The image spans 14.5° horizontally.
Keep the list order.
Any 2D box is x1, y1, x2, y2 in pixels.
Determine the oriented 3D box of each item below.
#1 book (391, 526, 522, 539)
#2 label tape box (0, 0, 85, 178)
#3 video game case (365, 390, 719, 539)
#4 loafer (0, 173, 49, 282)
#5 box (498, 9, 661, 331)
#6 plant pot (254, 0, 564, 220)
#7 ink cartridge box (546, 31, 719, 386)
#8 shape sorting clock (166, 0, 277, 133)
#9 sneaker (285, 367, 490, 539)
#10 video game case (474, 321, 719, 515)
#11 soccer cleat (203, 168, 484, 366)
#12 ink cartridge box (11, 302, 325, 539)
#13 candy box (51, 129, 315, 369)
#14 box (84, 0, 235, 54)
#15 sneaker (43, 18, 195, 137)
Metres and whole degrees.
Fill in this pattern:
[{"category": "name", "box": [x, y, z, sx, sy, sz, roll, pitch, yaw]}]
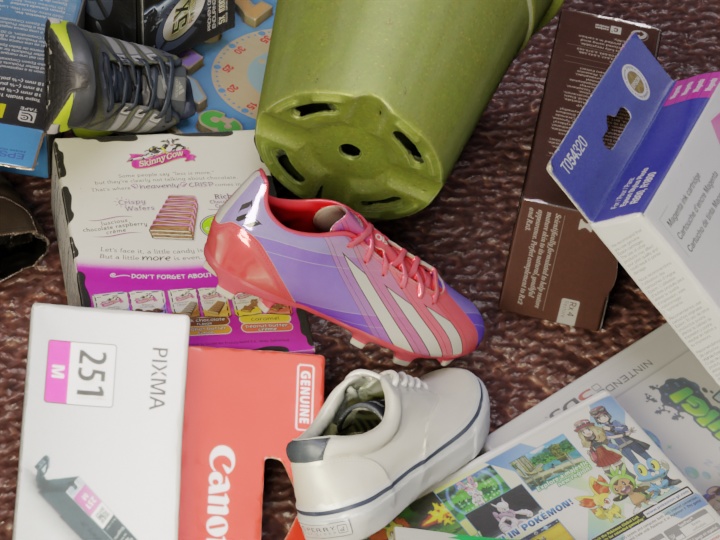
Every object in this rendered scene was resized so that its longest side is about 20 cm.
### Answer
[{"category": "book", "box": [0.085, 0.204, 1.488, 0.133, 0.048, 0.200, 5, 23, -5]}, {"category": "label tape box", "box": [-0.264, -0.113, 1.820, 0.144, 0.063, 0.200, 9, 40, -1]}, {"category": "video game case", "box": [0.114, 0.175, 1.608, 0.200, 0.022, 0.182, -27, 55, -21]}, {"category": "loafer", "box": [-0.262, 0.004, 1.697, 0.071, 0.073, 0.200, 30, 47, 22]}, {"category": "box", "box": [0.143, -0.067, 1.831, 0.075, 0.100, 0.200, 11, 42, 1]}, {"category": "plant pot", "box": [0.016, -0.140, 1.788, 0.199, 0.200, 0.190, 16, 56, 6]}, {"category": "ink cartridge box", "box": [0.217, -0.040, 1.761, 0.200, 0.043, 0.196, 51, 35, -12]}, {"category": "shape sorting clock", "box": [-0.048, -0.131, 1.904, 0.199, 0.039, 0.200, 6, 44, -5]}, {"category": "sneaker", "box": [0.020, 0.088, 1.631, 0.073, 0.071, 0.200, -5, 18, 25]}, {"category": "video game case", "box": [0.200, 0.128, 1.693, 0.182, 0.024, 0.200, -29, 56, -34]}, {"category": "soccer cleat", "box": [0.000, 0.000, 1.670, 0.199, 0.077, 0.067, 18, 23, -29]}, {"category": "ink cartridge box", "box": [-0.106, 0.121, 1.585, 0.173, 0.044, 0.201, 4, 63, -5]}, {"category": "candy box", "box": [-0.113, 0.002, 1.737, 0.136, 0.061, 0.200, -2, 46, -13]}, {"category": "box", "box": [-0.180, -0.257, 1.901, 0.086, 0.164, 0.200, -29, 48, -33]}, {"category": "sneaker", "box": [-0.152, -0.120, 1.773, 0.081, 0.074, 0.200, 0, 2, 5]}]
